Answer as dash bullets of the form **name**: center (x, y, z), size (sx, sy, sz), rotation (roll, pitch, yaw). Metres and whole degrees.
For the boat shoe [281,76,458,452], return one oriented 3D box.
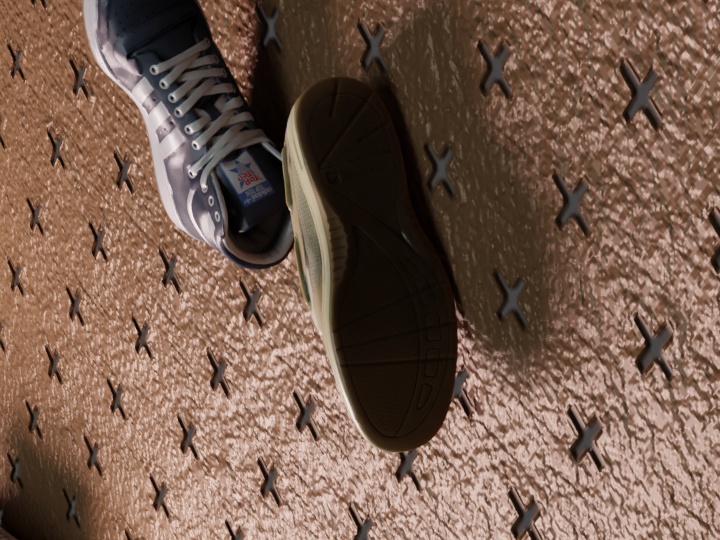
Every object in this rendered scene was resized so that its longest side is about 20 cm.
- **boat shoe**: center (0.000, 0.000, 1.188), size (0.065, 0.072, 0.201), rotation (144, 113, -69)

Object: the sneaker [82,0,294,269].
- **sneaker**: center (-0.090, -0.090, 1.279), size (0.108, 0.070, 0.200), rotation (37, 152, 52)

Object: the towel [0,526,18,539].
- **towel**: center (-0.321, 0.314, 1.882), size (0.165, 0.085, 0.201), rotation (14, 114, 60)
